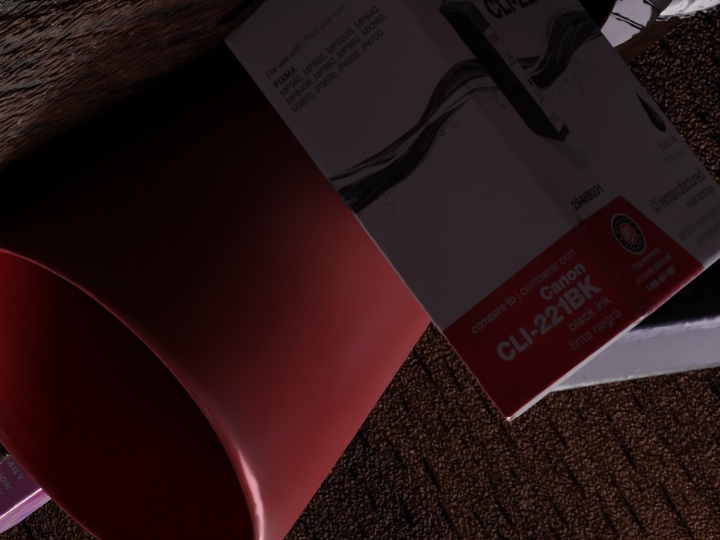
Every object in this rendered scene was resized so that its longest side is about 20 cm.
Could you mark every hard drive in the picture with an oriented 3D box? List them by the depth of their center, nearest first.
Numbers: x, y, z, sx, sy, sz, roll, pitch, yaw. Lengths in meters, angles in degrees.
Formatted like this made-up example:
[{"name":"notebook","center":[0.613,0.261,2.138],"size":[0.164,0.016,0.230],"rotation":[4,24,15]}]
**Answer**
[{"name":"hard drive","center":[0.107,-0.006,1.235],"size":[0.134,0.043,0.200],"rotation":[-9,-151,-7]}]

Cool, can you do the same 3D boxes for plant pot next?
[{"name":"plant pot","center":[-0.061,0.013,1.126],"size":[0.177,0.201,0.200],"rotation":[-43,-178,-30]}]

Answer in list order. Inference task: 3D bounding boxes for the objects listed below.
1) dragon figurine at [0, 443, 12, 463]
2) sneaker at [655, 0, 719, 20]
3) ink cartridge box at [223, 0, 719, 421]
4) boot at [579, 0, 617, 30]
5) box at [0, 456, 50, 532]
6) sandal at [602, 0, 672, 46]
[{"name":"dragon figurine","center":[-0.187,0.046,1.376],"size":[0.199,0.100,0.059],"rotation":[-12,-165,40]},{"name":"sneaker","center":[0.128,-0.175,1.446],"size":[0.199,0.080,0.074],"rotation":[-22,-143,-23]},{"name":"ink cartridge box","center":[0.056,-0.057,1.069],"size":[0.084,0.200,0.144],"rotation":[-40,175,30]},{"name":"boot","center":[0.062,-0.091,1.169],"size":[0.201,0.073,0.075],"rotation":[-63,-156,5]},{"name":"box","center":[-0.193,0.081,1.539],"size":[0.199,0.097,0.176],"rotation":[-36,177,14]},{"name":"sandal","center":[0.076,-0.145,1.359],"size":[0.200,0.058,0.080],"rotation":[-19,143,15]}]
